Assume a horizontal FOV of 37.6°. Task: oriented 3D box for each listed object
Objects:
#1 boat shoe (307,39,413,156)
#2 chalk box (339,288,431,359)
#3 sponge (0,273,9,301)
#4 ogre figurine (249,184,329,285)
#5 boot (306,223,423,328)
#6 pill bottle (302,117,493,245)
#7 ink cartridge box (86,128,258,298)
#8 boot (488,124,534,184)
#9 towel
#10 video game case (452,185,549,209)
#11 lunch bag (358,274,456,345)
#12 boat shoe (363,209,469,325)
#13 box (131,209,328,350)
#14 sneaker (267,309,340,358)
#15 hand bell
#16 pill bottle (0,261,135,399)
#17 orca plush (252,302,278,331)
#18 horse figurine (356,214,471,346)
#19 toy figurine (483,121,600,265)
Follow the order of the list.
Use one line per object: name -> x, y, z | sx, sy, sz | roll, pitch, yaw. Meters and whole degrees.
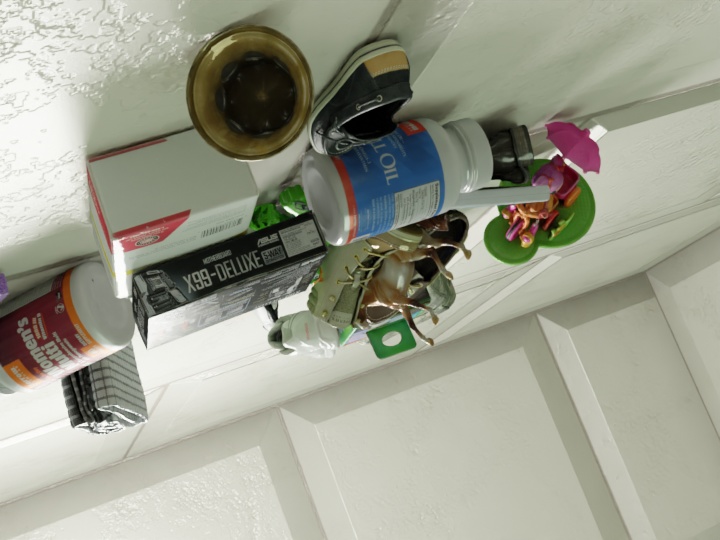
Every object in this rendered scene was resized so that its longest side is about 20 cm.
boat shoe -> -0.001, -0.151, 1.030 | 0.074, 0.063, 0.200 | -19, 170, -24
chalk box -> 0.017, 0.029, 1.530 | 0.123, 0.202, 0.124 | -17, 169, -16
sponge -> -0.479, 0.047, 1.105 | 0.199, 0.030, 0.111 | -9, 163, -48
ogre figurine -> -0.099, -0.033, 1.318 | 0.119, 0.098, 0.201 | 7, 123, -41
boot -> 0.000, 0.000, 1.329 | 0.071, 0.156, 0.200 | 18, -179, -28
pill bottle -> 0.044, -0.107, 1.187 | 0.198, 0.113, 0.112 | -19, 168, -20
ink cartridge box -> -0.190, -0.055, 1.049 | 0.144, 0.084, 0.200 | -20, 168, -18
boot -> 0.132, -0.137, 1.373 | 0.172, 0.070, 0.200 | -14, 173, 4
towel -> -0.350, 0.128, 1.390 | 0.085, 0.168, 0.200 | -15, 168, -1
video game case -> 0.119, -0.093, 1.371 | 0.197, 0.022, 0.182 | -5, -175, -13
lunch bag -> 0.044, 0.028, 1.737 | 0.198, 0.141, 0.168 | -26, 169, 16
boat shoe -> 0.071, -0.004, 1.431 | 0.200, 0.072, 0.060 | -46, -167, -3
box -> -0.141, 0.014, 1.123 | 0.198, 0.050, 0.158 | -21, 169, -16
sneaker -> -0.084, 0.087, 1.500 | 0.098, 0.079, 0.200 | -8, 170, -6
hand bell -> -0.073, -0.147, 0.917 | 0.103, 0.105, 0.200 | -24, -178, 9
pill bottle -> -0.373, 0.077, 1.244 | 0.198, 0.111, 0.109 | -26, 168, 16
orca plush -> -0.129, 0.028, 1.514 | 0.071, 0.105, 0.201 | -45, 136, -12
horse figurine -> 0.063, 0.003, 1.368 | 0.050, 0.132, 0.202 | -13, 129, -56
toy figurine -> 0.261, -0.123, 1.477 | 0.200, 0.150, 0.185 | -43, 163, -20
